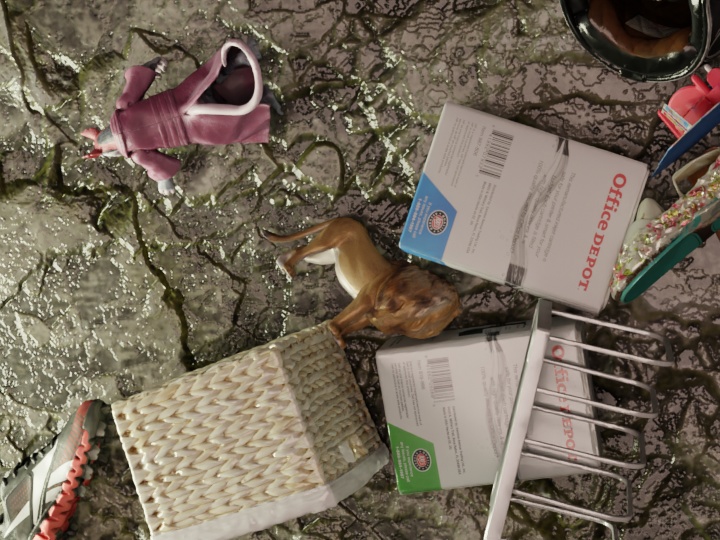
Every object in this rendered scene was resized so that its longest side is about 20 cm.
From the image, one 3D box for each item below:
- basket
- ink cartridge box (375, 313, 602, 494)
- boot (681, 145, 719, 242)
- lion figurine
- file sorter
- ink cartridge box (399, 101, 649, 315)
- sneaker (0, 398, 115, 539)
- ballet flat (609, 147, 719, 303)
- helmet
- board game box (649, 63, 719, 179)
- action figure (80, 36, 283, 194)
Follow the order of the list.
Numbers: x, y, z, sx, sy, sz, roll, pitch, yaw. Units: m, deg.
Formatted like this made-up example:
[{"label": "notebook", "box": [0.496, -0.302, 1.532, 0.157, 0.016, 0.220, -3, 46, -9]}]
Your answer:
[{"label": "basket", "box": [-0.106, 0.162, 1.517, 0.199, 0.198, 0.161, -21, 89, 18]}, {"label": "ink cartridge box", "box": [0.128, 0.128, 1.518, 0.199, 0.083, 0.147, -7, 97, 13]}, {"label": "boot", "box": [0.410, -0.089, 1.437, 0.200, 0.077, 0.156, -37, 86, 22]}, {"label": "lion figurine", "box": [0.000, 0.000, 1.519, 0.122, 0.073, 0.200, -36, 66, -6]}, {"label": "file sorter", "box": [0.194, 0.147, 1.395, 0.124, 0.139, 0.201, 14, 101, 6]}, {"label": "ink cartridge box", "box": [0.154, -0.056, 1.469, 0.199, 0.084, 0.145, 19, 88, 9]}, {"label": "sneaker", "box": [-0.327, 0.215, 1.636, 0.098, 0.071, 0.201, 27, 105, 4]}, {"label": "ballet flat", "box": [0.291, -0.053, 1.402, 0.200, 0.076, 0.064, -39, 67, 1]}, {"label": "helmet", "box": [0.276, -0.283, 1.365, 0.200, 0.200, 0.191, 32, 61, 5]}, {"label": "board game box", "box": [0.310, -0.157, 1.376, 0.158, 0.200, 0.039, -41, 82, -2]}, {"label": "action figure", "box": [-0.177, -0.141, 1.515, 0.199, 0.149, 0.134, -20, 101, 1]}]
